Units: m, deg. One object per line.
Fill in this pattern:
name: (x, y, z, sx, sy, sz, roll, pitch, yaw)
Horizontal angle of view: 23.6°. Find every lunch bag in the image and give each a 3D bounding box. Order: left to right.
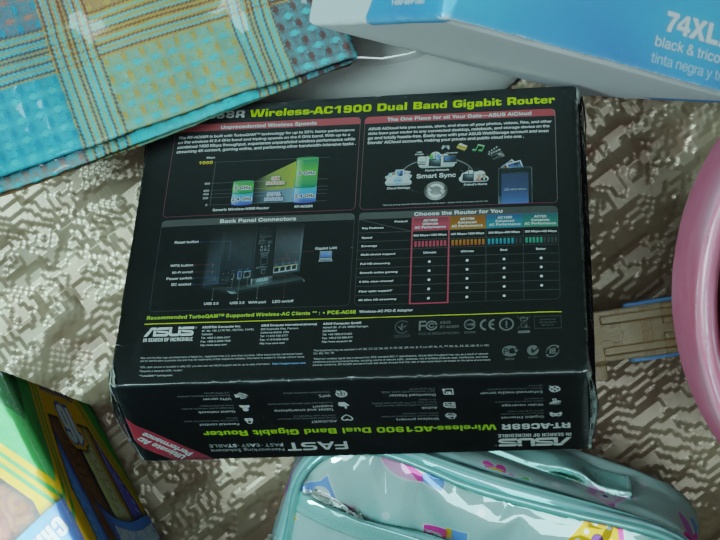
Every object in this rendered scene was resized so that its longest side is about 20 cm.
lunch bag: (0.048, 0.144, 0.769, 0.198, 0.077, 0.162, 15, 113, 0)

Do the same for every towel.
towel: (-0.113, -0.124, 0.735, 0.198, 0.022, 0.148, -21, 91, -17)

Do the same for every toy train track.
toy train track: (0.124, 0.028, 0.801, 0.198, 0.033, 0.116, -8, 91, 0)

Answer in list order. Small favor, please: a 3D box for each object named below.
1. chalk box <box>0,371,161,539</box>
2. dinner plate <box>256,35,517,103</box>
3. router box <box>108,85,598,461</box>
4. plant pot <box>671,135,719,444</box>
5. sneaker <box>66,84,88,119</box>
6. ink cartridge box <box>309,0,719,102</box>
chalk box: (-0.140, 0.166, 0.743, 0.124, 0.124, 0.201, -32, 74, 3)
dinner plate: (0.006, -0.163, 0.794, 0.198, 0.024, 0.203, 0, 93, 1)
router box: (0.000, 0.000, 0.738, 0.197, 0.062, 0.151, -2, 54, 7)
plant pot: (0.215, 0.001, 0.692, 0.197, 0.179, 0.203, 0, 95, 0)
sneaker: (-0.202, -0.099, 0.772, 0.198, 0.082, 0.076, 8, 94, 0)
ink cartridge box: (0.087, -0.184, 0.706, 0.145, 0.147, 0.202, 11, 93, -23)
